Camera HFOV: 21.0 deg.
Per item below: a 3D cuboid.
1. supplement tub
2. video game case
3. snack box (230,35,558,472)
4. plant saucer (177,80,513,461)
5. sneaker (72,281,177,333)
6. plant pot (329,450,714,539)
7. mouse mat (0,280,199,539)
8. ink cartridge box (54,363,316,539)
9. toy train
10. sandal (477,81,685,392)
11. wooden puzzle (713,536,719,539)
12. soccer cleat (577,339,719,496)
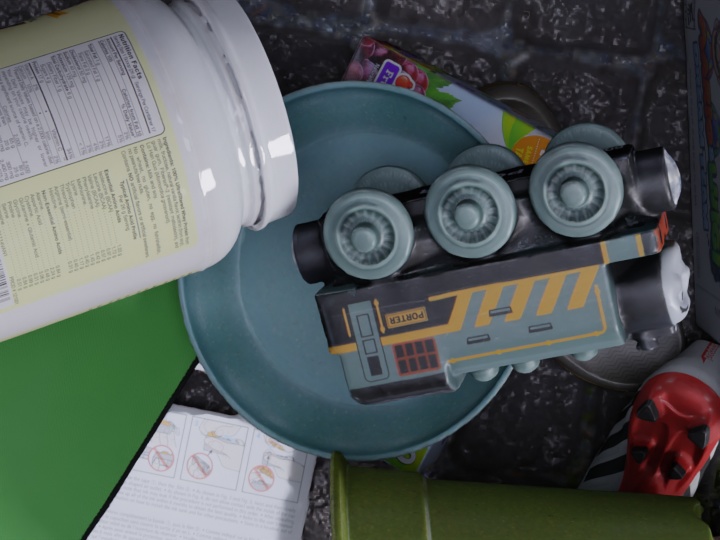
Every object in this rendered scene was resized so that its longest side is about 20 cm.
[{"bbox_3d":[-0.145,-0.053,0.957,0.199,0.145,0.146,-20,101,-16],"label":"supplement tub"},{"bbox_3d":[0.207,-0.050,1.041,0.023,0.182,0.202,-4,101,-4],"label":"video game case"},{"bbox_3d":[0.022,-0.008,1.084,0.142,0.053,0.201,29,100,12],"label":"snack box"},{"bbox_3d":[0.000,0.000,1.044,0.198,0.036,0.202,1,93,16],"label":"plant saucer"},{"bbox_3d":[-0.166,-0.042,1.083,0.075,0.081,0.201,-35,120,-9],"label":"sneaker"},{"bbox_3d":[0.086,0.184,0.990,0.188,0.200,0.202,-5,101,1],"label":"plant pot"},{"bbox_3d":[-0.178,0.061,1.066,0.160,0.008,0.201,32,93,-31],"label":"mouse mat"},{"bbox_3d":[-0.113,0.150,1.141,0.161,0.057,0.202,12,81,-5],"label":"ink cartridge box"},{"bbox_3d":[0.066,-0.002,0.970,0.198,0.085,0.115,-11,101,14],"label":"toy train"},{"bbox_3d":[0.119,-0.015,1.108,0.081,0.055,0.201,-27,100,2],"label":"sandal"},{"bbox_3d":[0.218,0.235,1.097,0.198,0.046,0.187,-6,114,1],"label":"wooden puzzle"},{"bbox_3d":[0.161,0.126,1.124,0.068,0.085,0.201,29,126,12],"label":"soccer cleat"}]
